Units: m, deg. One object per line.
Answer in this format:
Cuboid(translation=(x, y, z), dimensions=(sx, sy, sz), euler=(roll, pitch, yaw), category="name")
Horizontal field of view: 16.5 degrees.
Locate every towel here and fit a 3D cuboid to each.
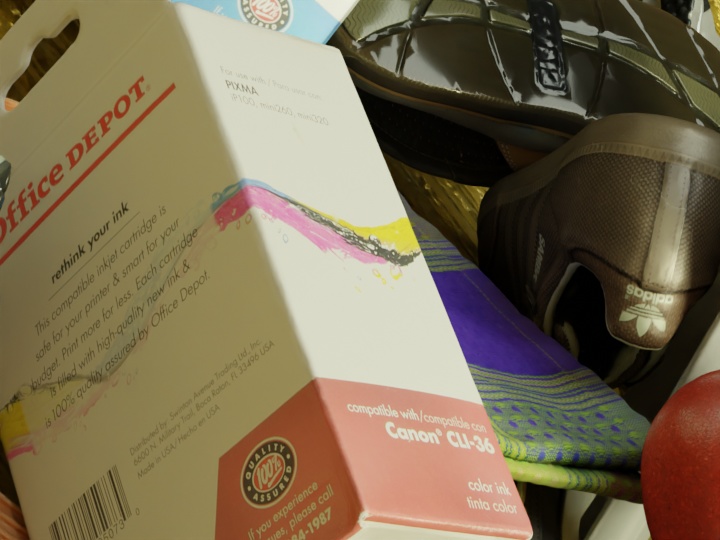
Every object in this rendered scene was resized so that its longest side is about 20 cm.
Cuboid(translation=(0.000, 0.000, 0.786), dimensions=(0.143, 0.023, 0.200), euler=(16, 22, -44), category="towel")

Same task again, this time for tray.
Cuboid(translation=(0.117, 0.024, 0.830), dimensions=(0.022, 0.201, 0.108), euler=(26, 33, 0), category="tray")

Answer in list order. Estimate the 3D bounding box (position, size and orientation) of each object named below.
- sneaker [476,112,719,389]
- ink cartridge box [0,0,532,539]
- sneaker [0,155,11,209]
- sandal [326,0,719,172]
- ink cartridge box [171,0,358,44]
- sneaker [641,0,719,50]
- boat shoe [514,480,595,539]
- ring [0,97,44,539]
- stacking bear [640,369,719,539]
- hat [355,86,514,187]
Cuboid(translation=(0.074, 0.006, 0.861), dimensions=(0.070, 0.200, 0.076), euler=(15, 75, -3), category="sneaker")
Cuboid(translation=(-0.044, 0.012, 0.677), dimensions=(0.067, 0.116, 0.201), euler=(11, 48, -44), category="ink cartridge box")
Cuboid(translation=(-0.168, 0.020, 0.601), dimensions=(0.085, 0.077, 0.200), euler=(29, 38, 6), category="sneaker")
Cuboid(translation=(0.067, -0.058, 0.889), dimensions=(0.199, 0.055, 0.082), euler=(14, 56, -24), category="sandal")
Cuboid(translation=(-0.019, -0.166, 0.798), dimensions=(0.116, 0.200, 0.067), euler=(40, -3, -24), category="ink cartridge box")
Cuboid(translation=(0.138, -0.062, 1.090), dimensions=(0.080, 0.073, 0.201), euler=(38, 34, -46), category="sneaker")
Cuboid(translation=(0.033, 0.093, 0.775), dimensions=(0.060, 0.072, 0.201), euler=(36, 26, -12), category="boat shoe")
Cuboid(translation=(-0.089, 0.030, 0.731), dimensions=(0.200, 0.019, 0.201), euler=(32, 35, -26), category="ring")
Cuboid(translation=(0.119, 0.127, 0.726), dimensions=(0.113, 0.121, 0.201), euler=(5, 81, -11), category="stacking bear")
Cuboid(translation=(0.007, -0.113, 0.950), dimensions=(0.200, 0.081, 0.202), euler=(19, 58, -34), category="hat")
